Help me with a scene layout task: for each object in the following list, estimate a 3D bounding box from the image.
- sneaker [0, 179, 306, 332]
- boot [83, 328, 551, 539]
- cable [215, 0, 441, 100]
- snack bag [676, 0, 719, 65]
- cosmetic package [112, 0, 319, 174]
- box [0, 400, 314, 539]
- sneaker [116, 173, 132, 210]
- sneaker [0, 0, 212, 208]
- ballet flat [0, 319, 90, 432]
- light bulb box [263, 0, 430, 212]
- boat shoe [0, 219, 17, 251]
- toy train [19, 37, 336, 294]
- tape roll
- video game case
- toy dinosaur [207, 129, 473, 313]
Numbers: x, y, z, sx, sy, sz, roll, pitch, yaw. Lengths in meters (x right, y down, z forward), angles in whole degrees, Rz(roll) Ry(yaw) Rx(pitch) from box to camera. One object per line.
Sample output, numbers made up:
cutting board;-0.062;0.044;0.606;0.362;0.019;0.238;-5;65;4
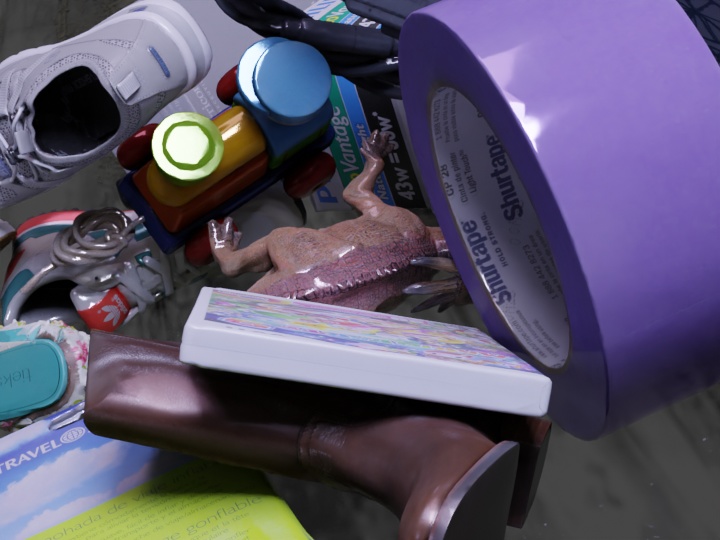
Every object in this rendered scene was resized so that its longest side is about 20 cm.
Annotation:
sneaker;-0.128;0.001;0.986;0.199;0.070;0.094;-10;41;16
boot;-0.035;0.069;0.643;0.199;0.064;0.186;14;5;13
cable;0.011;-0.132;0.861;0.199;0.163;0.051;20;81;17
snack bag;0.114;-0.136;0.764;0.200;0.189;0.021;29;85;23
cosmetic package;-0.091;-0.142;1.066;0.090;0.107;0.200;-29;10;38
box;-0.099;0.114;0.726;0.122;0.048;0.200;-23;24;-11
sneaker;-0.104;-0.102;1.169;0.078;0.070;0.200;0;30;23
sneaker;-0.174;-0.083;0.886;0.200;0.075;0.082;-29;13;38
ballet flat;-0.226;0.067;0.920;0.199;0.076;0.064;-3;-3;22
light bulb box;0.080;-0.136;1.040;0.200;0.125;0.198;0;30;34
boat shoe;-0.254;-0.017;0.947;0.071;0.069;0.200;-46;4;3
toy train;-0.101;-0.050;0.892;0.200;0.085;0.116;-35;-5;-14
tape roll;0.095;-0.034;0.713;0.085;0.200;0.200;-22;24;-10
video game case;-0.003;0.032;0.717;0.143;0.018;0.200;9;3;-4
toy dinosaur;0.000;0.000;0.851;0.200;0.086;0.135;-26;25;-17
